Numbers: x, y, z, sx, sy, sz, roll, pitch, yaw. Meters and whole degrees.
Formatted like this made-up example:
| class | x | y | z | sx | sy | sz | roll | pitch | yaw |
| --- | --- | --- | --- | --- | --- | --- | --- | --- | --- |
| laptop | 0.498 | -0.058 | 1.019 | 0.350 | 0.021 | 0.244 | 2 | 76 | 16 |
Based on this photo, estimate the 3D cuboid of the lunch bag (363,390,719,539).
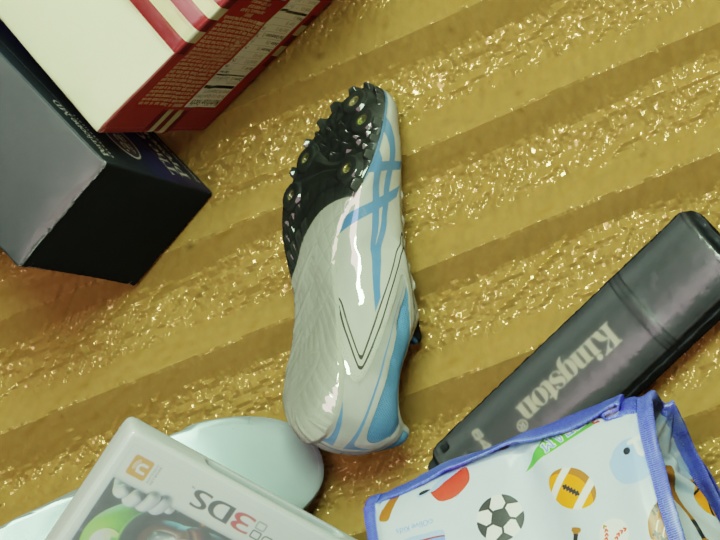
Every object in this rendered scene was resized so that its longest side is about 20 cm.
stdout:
| class | x | y | z | sx | sy | sz | roll | pitch | yaw |
| --- | --- | --- | --- | --- | --- | --- | --- | --- | --- |
| lunch bag | 0.109 | 0.177 | 1.063 | 0.169 | 0.124 | 0.201 | -23 | 86 | 20 |

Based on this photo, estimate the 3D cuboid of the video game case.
| class | x | y | z | sx | sy | sz | roll | pitch | yaw |
| --- | --- | --- | --- | --- | --- | --- | --- | --- | --- |
| video game case | -0.100 | 0.200 | 1.135 | 0.181 | 0.023 | 0.200 | 31 | 101 | -21 |

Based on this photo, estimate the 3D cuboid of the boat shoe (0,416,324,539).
| class | x | y | z | sx | sy | sz | roll | pitch | yaw |
| --- | --- | --- | --- | --- | --- | --- | --- | --- | --- |
| boat shoe | -0.117 | 0.138 | 1.184 | 0.199 | 0.091 | 0.071 | -20 | 79 | -9 |

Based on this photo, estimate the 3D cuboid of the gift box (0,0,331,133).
| class | x | y | z | sx | sy | sz | roll | pitch | yaw |
| --- | --- | --- | --- | --- | --- | --- | --- | --- | --- |
| gift box | -0.104 | -0.203 | 1.140 | 0.200 | 0.184 | 0.187 | -44 | 82 | 10 |

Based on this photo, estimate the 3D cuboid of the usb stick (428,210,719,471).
| class | x | y | z | sx | sy | sz | roll | pitch | yaw |
| --- | --- | --- | --- | --- | --- | --- | --- | --- | --- |
| usb stick | 0.118 | 0.051 | 1.113 | 0.200 | 0.033 | 0.056 | -45 | 74 | 14 |

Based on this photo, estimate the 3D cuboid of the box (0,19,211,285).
| class | x | y | z | sx | sy | sz | roll | pitch | yaw |
| --- | --- | --- | --- | --- | --- | --- | --- | --- | --- |
| box | -0.195 | -0.089 | 1.183 | 0.200 | 0.141 | 0.079 | 45 | 103 | 17 |

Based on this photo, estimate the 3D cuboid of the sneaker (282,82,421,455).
| class | x | y | z | sx | sy | sz | roll | pitch | yaw |
| --- | --- | --- | --- | --- | --- | --- | --- | --- | --- |
| sneaker | 0.000 | 0.000 | 1.152 | 0.072 | 0.072 | 0.201 | -11 | 69 | 48 |
